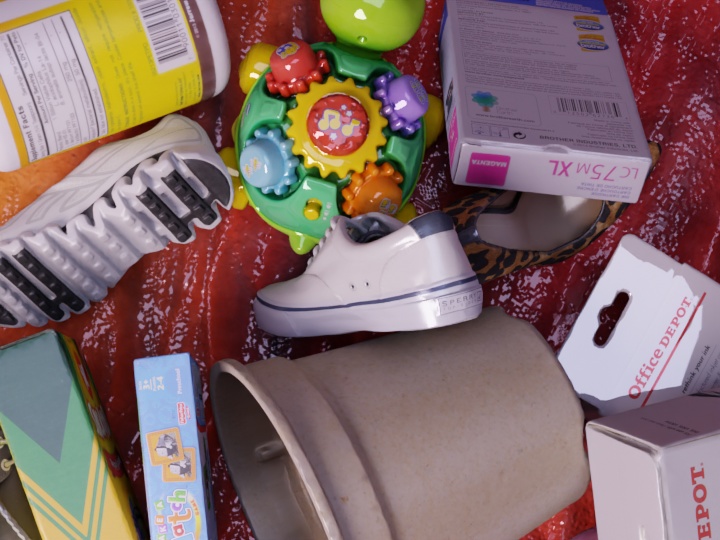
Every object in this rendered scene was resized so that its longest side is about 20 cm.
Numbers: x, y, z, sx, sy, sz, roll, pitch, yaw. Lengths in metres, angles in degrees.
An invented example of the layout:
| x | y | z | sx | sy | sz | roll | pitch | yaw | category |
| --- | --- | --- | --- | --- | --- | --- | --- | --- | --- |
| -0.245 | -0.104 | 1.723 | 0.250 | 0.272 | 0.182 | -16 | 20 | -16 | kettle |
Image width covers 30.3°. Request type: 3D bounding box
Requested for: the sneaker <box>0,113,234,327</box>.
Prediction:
| x | y | z | sx | sy | sz | roll | pitch | yaw | category |
| --- | --- | --- | --- | --- | --- | --- | --- | --- | --- |
| -0.176 | -0.032 | 0.859 | 0.199 | 0.075 | 0.081 | -28 | 44 | 5 | sneaker |

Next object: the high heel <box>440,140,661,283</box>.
| x | y | z | sx | sy | sz | roll | pitch | yaw | category |
| --- | --- | --- | --- | --- | --- | --- | --- | --- | --- |
| 0.125 | -0.043 | 0.850 | 0.199 | 0.143 | 0.072 | -27 | 88 | -8 | high heel |

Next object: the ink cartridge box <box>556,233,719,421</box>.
| x | y | z | sx | sy | sz | roll | pitch | yaw | category |
| --- | --- | --- | --- | --- | --- | --- | --- | --- | --- |
| 0.225 | 0.075 | 0.886 | 0.199 | 0.068 | 0.116 | 32 | 82 | -3 | ink cartridge box |

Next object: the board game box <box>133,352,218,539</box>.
| x | y | z | sx | sy | sz | roll | pitch | yaw | category |
| --- | --- | --- | --- | --- | --- | --- | --- | --- | --- |
| -0.105 | 0.154 | 0.799 | 0.036 | 0.151 | 0.201 | -7 | 84 | -6 | board game box |

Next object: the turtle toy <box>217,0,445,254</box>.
| x | y | z | sx | sy | sz | roll | pitch | yaw | category |
| --- | --- | --- | --- | --- | --- | --- | --- | --- | --- |
| -0.012 | -0.107 | 0.863 | 0.145 | 0.101 | 0.201 | 16 | 82 | -4 | turtle toy |

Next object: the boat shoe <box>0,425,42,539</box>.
| x | y | z | sx | sy | sz | roll | pitch | yaw | category |
| --- | --- | --- | --- | --- | --- | --- | --- | --- | --- |
| -0.246 | 0.110 | 0.829 | 0.060 | 0.072 | 0.202 | -39 | 85 | -4 | boat shoe |

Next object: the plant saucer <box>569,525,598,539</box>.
| x | y | z | sx | sy | sz | roll | pitch | yaw | category |
| --- | --- | --- | --- | --- | --- | --- | --- | --- | --- |
| 0.182 | 0.258 | 0.831 | 0.200 | 0.051 | 0.201 | 18 | 48 | -21 | plant saucer |

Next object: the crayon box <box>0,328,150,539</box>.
| x | y | z | sx | sy | sz | roll | pitch | yaw | category |
| --- | --- | --- | --- | --- | --- | --- | --- | --- | --- |
| -0.166 | 0.139 | 0.808 | 0.051 | 0.127 | 0.201 | -20 | 87 | -8 | crayon box |

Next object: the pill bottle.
| x | y | z | sx | sy | sz | roll | pitch | yaw | category |
| --- | --- | --- | --- | --- | --- | --- | --- | --- | --- |
| -0.190 | -0.131 | 0.831 | 0.199 | 0.109 | 0.110 | -22 | 87 | -16 | pill bottle |

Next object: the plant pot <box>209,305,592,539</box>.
| x | y | z | sx | sy | sz | roll | pitch | yaw | category |
| --- | --- | --- | --- | --- | --- | --- | --- | --- | --- |
| 0.031 | 0.114 | 0.812 | 0.183 | 0.200 | 0.201 | -22 | 87 | -19 | plant pot |

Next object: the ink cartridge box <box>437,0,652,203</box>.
| x | y | z | sx | sy | sz | roll | pitch | yaw | category |
| --- | --- | --- | --- | --- | --- | --- | --- | --- | --- |
| 0.114 | -0.124 | 0.872 | 0.119 | 0.042 | 0.201 | 6 | 44 | -6 | ink cartridge box |

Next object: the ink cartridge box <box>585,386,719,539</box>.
| x | y | z | sx | sy | sz | roll | pitch | yaw | category |
| --- | --- | --- | --- | --- | --- | --- | --- | --- | --- |
| 0.242 | 0.143 | 0.787 | 0.199 | 0.083 | 0.147 | -10 | 99 | -21 | ink cartridge box |

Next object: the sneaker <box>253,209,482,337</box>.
| x | y | z | sx | sy | sz | roll | pitch | yaw | category |
| --- | --- | --- | --- | --- | --- | --- | --- | --- | --- |
| 0.000 | 0.000 | 0.813 | 0.073 | 0.200 | 0.071 | -11 | 93 | -39 | sneaker |
